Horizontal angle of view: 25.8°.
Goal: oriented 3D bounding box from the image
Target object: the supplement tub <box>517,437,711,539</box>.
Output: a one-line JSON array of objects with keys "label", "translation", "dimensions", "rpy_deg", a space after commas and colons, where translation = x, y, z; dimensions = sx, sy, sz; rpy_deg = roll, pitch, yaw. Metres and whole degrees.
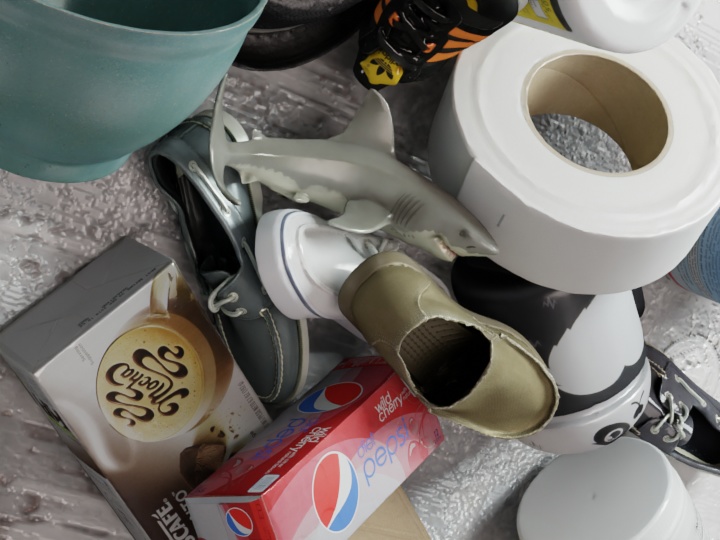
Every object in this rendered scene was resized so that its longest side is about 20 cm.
[{"label": "supplement tub", "translation": [0.218, 0.244, 1.228], "dimensions": [0.132, 0.132, 0.200], "rpy_deg": [-40, 121, -13]}]

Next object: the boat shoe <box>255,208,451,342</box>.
[{"label": "boat shoe", "translation": [0.000, 0.000, 1.028], "dimensions": [0.200, 0.065, 0.074], "rpy_deg": [20, 61, -63]}]

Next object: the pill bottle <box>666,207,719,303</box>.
[{"label": "pill bottle", "translation": [0.318, -0.012, 1.174], "dimensions": [0.108, 0.200, 0.109], "rpy_deg": [-9, 110, -27]}]

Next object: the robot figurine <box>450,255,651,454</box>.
[{"label": "robot figurine", "translation": [0.139, 0.037, 1.129], "dimensions": [0.149, 0.125, 0.201], "rpy_deg": [-18, 115, 4]}]

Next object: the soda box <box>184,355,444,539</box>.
[{"label": "soda box", "translation": [-0.024, 0.126, 1.006], "dimensions": [0.200, 0.063, 0.070], "rpy_deg": [-38, 115, -51]}]

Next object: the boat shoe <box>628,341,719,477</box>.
[{"label": "boat shoe", "translation": [0.250, 0.111, 1.254], "dimensions": [0.200, 0.063, 0.073], "rpy_deg": [33, 88, -33]}]

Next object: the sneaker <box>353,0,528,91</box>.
[{"label": "sneaker", "translation": [0.041, -0.148, 0.960], "dimensions": [0.070, 0.200, 0.090], "rpy_deg": [41, 85, -6]}]

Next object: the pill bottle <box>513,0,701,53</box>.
[{"label": "pill bottle", "translation": [0.120, -0.209, 0.998], "dimensions": [0.111, 0.200, 0.112], "rpy_deg": [-10, 112, -26]}]

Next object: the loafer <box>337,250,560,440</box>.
[{"label": "loafer", "translation": [0.063, 0.063, 1.009], "dimensions": [0.076, 0.068, 0.200], "rpy_deg": [-46, 129, 14]}]

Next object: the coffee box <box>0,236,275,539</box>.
[{"label": "coffee box", "translation": [-0.131, 0.095, 1.018], "dimensions": [0.113, 0.080, 0.201], "rpy_deg": [-39, 120, -18]}]

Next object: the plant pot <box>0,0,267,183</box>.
[{"label": "plant pot", "translation": [-0.166, -0.136, 0.879], "dimensions": [0.199, 0.201, 0.135], "rpy_deg": [3, 131, -31]}]

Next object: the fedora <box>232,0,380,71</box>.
[{"label": "fedora", "translation": [-0.029, -0.215, 0.974], "dimensions": [0.200, 0.092, 0.202], "rpy_deg": [-10, 110, -28]}]

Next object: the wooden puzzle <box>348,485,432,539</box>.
[{"label": "wooden puzzle", "translation": [0.000, 0.243, 1.117], "dimensions": [0.185, 0.037, 0.201], "rpy_deg": [-49, 122, -46]}]

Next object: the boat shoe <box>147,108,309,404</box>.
[{"label": "boat shoe", "translation": [-0.089, 0.000, 1.010], "dimensions": [0.062, 0.073, 0.201], "rpy_deg": [-32, 114, -48]}]

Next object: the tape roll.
[{"label": "tape roll", "translation": [0.148, -0.085, 1.056], "dimensions": [0.202, 0.203, 0.071], "rpy_deg": [-19, 154, -24]}]

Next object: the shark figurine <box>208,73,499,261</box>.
[{"label": "shark figurine", "translation": [-0.018, -0.076, 0.989], "dimensions": [0.214, 0.128, 0.090], "rpy_deg": [18, 98, -30]}]
